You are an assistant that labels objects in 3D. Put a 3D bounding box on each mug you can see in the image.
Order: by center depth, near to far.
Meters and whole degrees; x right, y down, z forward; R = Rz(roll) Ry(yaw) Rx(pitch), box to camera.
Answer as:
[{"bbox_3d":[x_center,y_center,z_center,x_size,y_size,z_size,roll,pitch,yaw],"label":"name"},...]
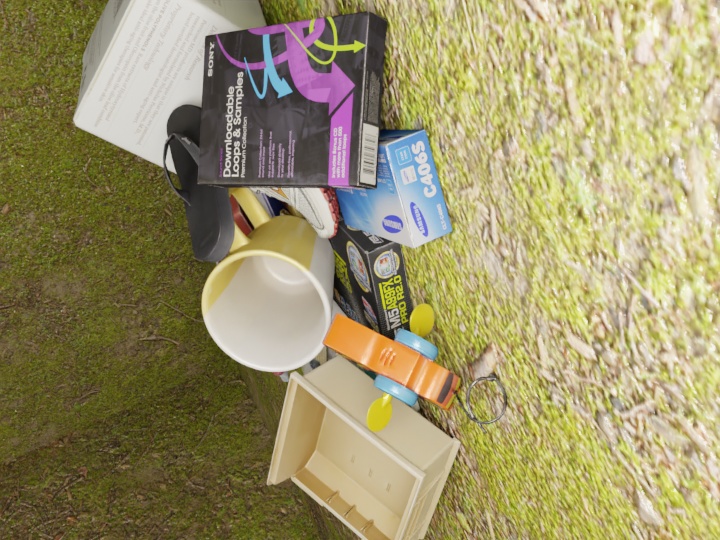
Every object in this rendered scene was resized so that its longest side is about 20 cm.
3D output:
[{"bbox_3d":[-0.093,-0.005,0.903,0.154,0.145,0.191,-73,-13,-61],"label":"mug"}]

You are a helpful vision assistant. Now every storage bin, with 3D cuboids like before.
[{"bbox_3d":[-0.004,0.241,0.946,0.198,0.093,0.202,32,124,26],"label":"storage bin"}]

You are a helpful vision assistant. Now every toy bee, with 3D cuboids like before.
[{"bbox_3d":[0.056,0.115,0.794,0.200,0.131,0.109,47,-179,29],"label":"toy bee"}]

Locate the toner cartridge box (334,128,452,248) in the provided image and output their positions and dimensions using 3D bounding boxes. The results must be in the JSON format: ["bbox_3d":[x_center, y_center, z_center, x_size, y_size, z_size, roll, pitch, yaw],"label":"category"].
[{"bbox_3d":[0.019,-0.086,0.765,0.199,0.042,0.097,25,136,69],"label":"toner cartridge box"}]

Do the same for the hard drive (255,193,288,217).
[{"bbox_3d":[-0.128,-0.094,1.157,0.201,0.025,0.134,-95,-18,-73],"label":"hard drive"}]

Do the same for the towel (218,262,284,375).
[{"bbox_3d":[-0.149,0.028,1.051,0.202,0.022,0.145,-107,-10,-52],"label":"towel"}]

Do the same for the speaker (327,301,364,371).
[{"bbox_3d":[-0.035,0.080,1.102,0.204,0.080,0.081,67,165,1],"label":"speaker"}]

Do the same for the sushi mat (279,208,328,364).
[{"bbox_3d":[-0.075,0.027,1.046,0.095,0.012,0.205,31,132,44],"label":"sushi mat"}]

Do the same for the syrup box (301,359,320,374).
[{"bbox_3d":[-0.028,0.179,1.218,0.200,0.077,0.083,46,154,55],"label":"syrup box"}]

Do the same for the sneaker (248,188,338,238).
[{"bbox_3d":[-0.088,-0.113,0.839,0.201,0.081,0.079,53,-162,-28],"label":"sneaker"}]

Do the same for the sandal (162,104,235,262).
[{"bbox_3d":[-0.176,-0.103,0.821,0.076,0.042,0.203,-46,50,32],"label":"sandal"}]

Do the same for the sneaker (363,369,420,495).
[{"bbox_3d":[0.039,0.192,1.002,0.077,0.078,0.204,141,108,-74],"label":"sneaker"}]

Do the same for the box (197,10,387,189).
[{"bbox_3d":[-0.068,-0.149,0.708,0.196,0.036,0.147,4,91,36],"label":"box"}]

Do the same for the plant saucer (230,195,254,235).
[{"bbox_3d":[-0.156,-0.076,1.126,0.202,0.036,0.202,61,-171,-46],"label":"plant saucer"}]

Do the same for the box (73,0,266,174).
[{"bbox_3d":[-0.228,-0.262,0.946,0.201,0.169,0.201,-53,32,23],"label":"box"}]

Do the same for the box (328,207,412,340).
[{"bbox_3d":[0.000,0.000,0.945,0.200,0.043,0.163,-133,26,-54],"label":"box"}]

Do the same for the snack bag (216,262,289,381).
[{"bbox_3d":[-0.154,0.044,1.130,0.190,0.021,0.202,-106,-11,-52],"label":"snack bag"}]

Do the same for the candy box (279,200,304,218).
[{"bbox_3d":[-0.102,-0.184,1.033,0.117,0.055,0.204,-134,25,-59],"label":"candy box"}]
